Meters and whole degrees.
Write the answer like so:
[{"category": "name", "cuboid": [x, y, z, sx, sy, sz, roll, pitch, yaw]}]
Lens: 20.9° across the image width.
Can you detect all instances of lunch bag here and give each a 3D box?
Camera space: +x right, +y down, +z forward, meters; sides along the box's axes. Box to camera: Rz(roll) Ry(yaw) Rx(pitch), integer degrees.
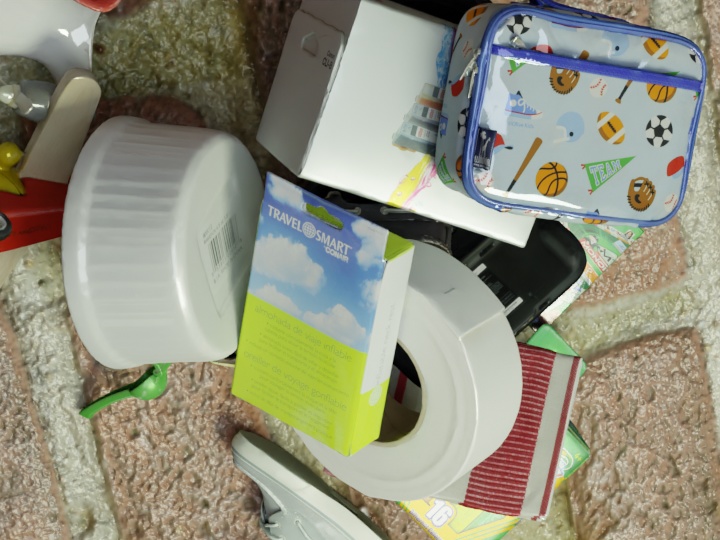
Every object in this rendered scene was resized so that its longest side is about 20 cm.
[{"category": "lunch bag", "cuboid": [0.153, -0.119, 1.436, 0.199, 0.076, 0.161, 8, 99, -23]}]

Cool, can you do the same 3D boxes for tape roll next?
[{"category": "tape roll", "cuboid": [0.028, 0.079, 1.556, 0.071, 0.201, 0.204, -26, 118, -49]}]

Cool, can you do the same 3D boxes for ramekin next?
[{"category": "ramekin", "cuboid": [-0.147, -0.020, 1.537, 0.097, 0.200, 0.202, 3, 109, 20]}]

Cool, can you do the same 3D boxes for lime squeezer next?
[{"category": "lime squeezer", "cuboid": [-0.190, 0.065, 1.644, 0.038, 0.071, 0.201, -32, 151, -41]}]

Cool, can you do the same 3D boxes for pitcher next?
[{"category": "pitcher", "cuboid": [-0.288, -0.247, 1.541, 0.199, 0.121, 0.173, 21, 88, -27]}]

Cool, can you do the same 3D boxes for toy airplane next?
[{"category": "toy airplane", "cuboid": [-0.277, -0.069, 1.584, 0.200, 0.199, 0.141, -39, 69, -6]}]

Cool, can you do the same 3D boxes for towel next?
[{"category": "towel", "cuboid": [0.077, 0.122, 1.639, 0.199, 0.023, 0.145, 11, 79, 16]}]

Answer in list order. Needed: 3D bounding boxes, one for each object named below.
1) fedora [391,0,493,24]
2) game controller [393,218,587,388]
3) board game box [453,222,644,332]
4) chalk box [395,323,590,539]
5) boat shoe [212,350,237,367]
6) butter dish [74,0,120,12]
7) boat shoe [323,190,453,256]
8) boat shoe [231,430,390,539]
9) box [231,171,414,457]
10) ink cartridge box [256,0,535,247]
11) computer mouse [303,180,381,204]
[{"category": "fedora", "cuboid": [0.026, -0.163, 1.630, 0.199, 0.092, 0.202, -5, 106, -16]}, {"category": "game controller", "cuboid": [0.099, 0.016, 1.647, 0.200, 0.042, 0.104, -40, 79, -21]}, {"category": "board game box", "cuboid": [0.137, -0.055, 1.719, 0.135, 0.029, 0.200, -45, 109, 4]}, {"category": "chalk box", "cuboid": [0.115, 0.138, 1.723, 0.200, 0.124, 0.124, -44, 109, 5]}, {"category": "boat shoe", "cuboid": [-0.103, 0.052, 1.669, 0.199, 0.060, 0.072, 18, 106, -2]}, {"category": "butter dish", "cuboid": [-0.214, -0.334, 1.468, 0.199, 0.148, 0.200, 33, 58, -18]}, {"category": "boat shoe", "cuboid": [-0.017, -0.032, 1.634, 0.199, 0.073, 0.063, 7, 64, 17]}, {"category": "boat shoe", "cuboid": [-0.051, 0.224, 1.747, 0.201, 0.070, 0.072, 41, 92, -22]}, {"category": "box", "cuboid": [-0.030, 0.029, 1.502, 0.121, 0.048, 0.201, 26, 121, 26]}, {"category": "ink cartridge box", "cuboid": [0.042, -0.126, 1.515, 0.199, 0.145, 0.146, 18, 99, -20]}, {"category": "computer mouse", "cuboid": [0.000, 0.000, 1.695, 0.138, 0.053, 0.201, -9, 111, 15]}]
